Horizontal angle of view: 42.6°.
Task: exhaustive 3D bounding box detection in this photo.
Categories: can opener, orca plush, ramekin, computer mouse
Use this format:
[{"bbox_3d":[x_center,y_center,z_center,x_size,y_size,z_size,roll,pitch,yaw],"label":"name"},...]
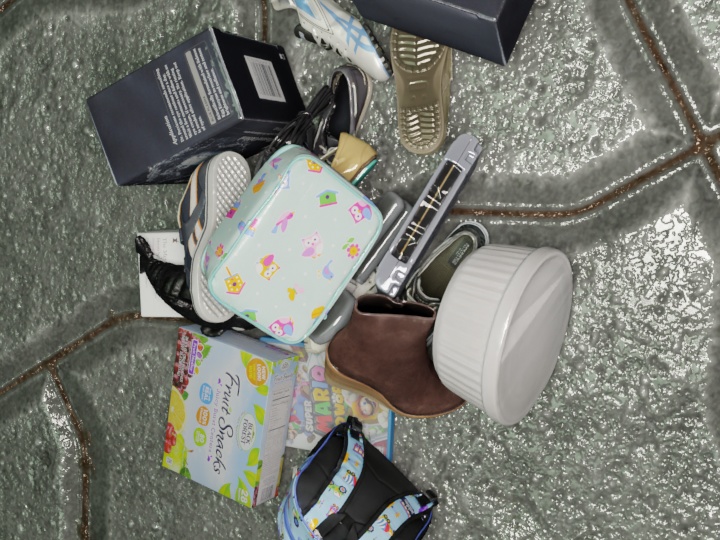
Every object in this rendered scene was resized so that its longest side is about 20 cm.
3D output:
[{"bbox_3d":[0.000,0.000,1.117,0.066,0.052,0.202,37,95,36],"label":"can opener"},{"bbox_3d":[-0.210,0.020,1.136,0.199,0.071,0.106,38,108,14],"label":"orca plush"},{"bbox_3d":[0.159,0.063,1.049,0.093,0.201,0.207,19,102,30],"label":"ramekin"},{"bbox_3d":[-0.093,-0.126,1.135,0.046,0.141,0.200,38,139,-2],"label":"computer mouse"}]

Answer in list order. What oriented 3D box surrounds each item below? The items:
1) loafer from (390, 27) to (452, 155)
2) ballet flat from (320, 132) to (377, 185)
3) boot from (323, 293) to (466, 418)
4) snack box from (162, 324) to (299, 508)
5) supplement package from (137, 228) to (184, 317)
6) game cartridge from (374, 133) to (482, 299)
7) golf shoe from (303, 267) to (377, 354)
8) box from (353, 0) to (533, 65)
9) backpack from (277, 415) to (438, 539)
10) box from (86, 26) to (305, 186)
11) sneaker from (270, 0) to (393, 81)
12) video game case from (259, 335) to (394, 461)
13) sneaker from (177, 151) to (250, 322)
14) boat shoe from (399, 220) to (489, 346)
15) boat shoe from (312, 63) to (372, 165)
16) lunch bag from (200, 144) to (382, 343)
[{"bbox_3d":[0.075,-0.233,1.121,0.074,0.068,0.205,2,79,11],"label":"loafer"},{"bbox_3d":[-0.059,-0.081,1.132,0.063,0.069,0.201,39,91,0],"label":"ballet flat"},{"bbox_3d":[0.061,0.102,1.081,0.196,0.074,0.167,11,143,-14],"label":"boot"},{"bbox_3d":[-0.177,0.190,1.246,0.166,0.067,0.204,17,104,30],"label":"snack box"},{"bbox_3d":[-0.181,0.001,1.222,0.196,0.109,0.117,-1,94,22],"label":"supplement package"},{"bbox_3d":[0.077,-0.057,1.085,0.040,0.133,0.202,31,85,9],"label":"game cartridge"},{"bbox_3d":[-0.013,0.021,1.176,0.096,0.078,0.204,20,102,12],"label":"golf shoe"},{"bbox_3d":[0.108,-0.369,1.034,0.194,0.117,0.203,23,85,19],"label":"box"},{"bbox_3d":[-0.019,0.307,1.125,0.182,0.200,0.135,43,117,4],"label":"backpack"},{"bbox_3d":[-0.198,-0.198,1.165,0.197,0.196,0.120,-22,88,22],"label":"box"},{"bbox_3d":[-0.035,-0.298,1.154,0.073,0.072,0.200,-45,71,4],"label":"sneaker"},{"bbox_3d":[-0.048,0.171,1.232,0.196,0.018,0.147,5,97,22],"label":"video game case"},{"bbox_3d":[-0.177,-0.036,1.110,0.079,0.077,0.205,-9,71,49],"label":"sneaker"},{"bbox_3d":[0.084,0.024,1.136,0.072,0.071,0.202,35,106,15],"label":"boat shoe"},{"bbox_3d":[-0.038,-0.162,1.174,0.071,0.063,0.204,19,101,20],"label":"boat shoe"},{"bbox_3d":[-0.077,-0.025,1.049,0.201,0.159,0.077,-53,31,5],"label":"lunch bag"}]
